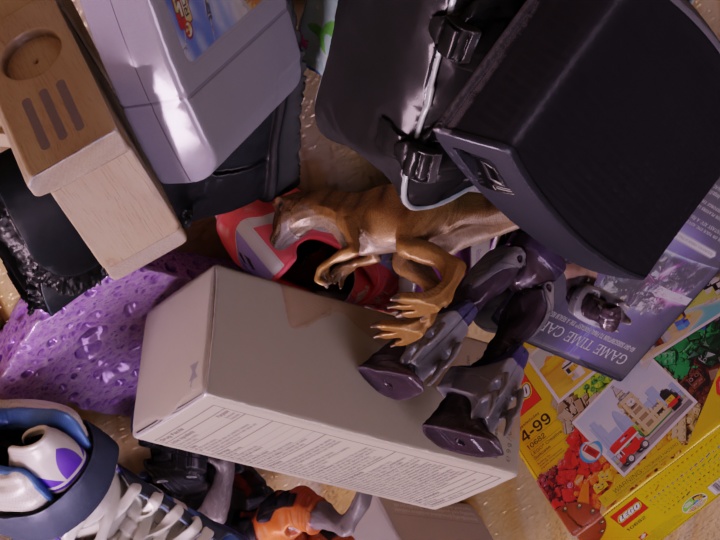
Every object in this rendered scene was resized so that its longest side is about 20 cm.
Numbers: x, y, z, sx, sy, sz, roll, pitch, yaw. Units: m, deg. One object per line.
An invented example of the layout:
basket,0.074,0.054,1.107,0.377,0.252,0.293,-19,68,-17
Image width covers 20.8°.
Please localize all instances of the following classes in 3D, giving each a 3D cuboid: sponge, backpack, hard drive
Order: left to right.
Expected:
sponge,-0.111,0.040,1.149,0.200,0.030,0.112,13,124,-41
backpack,0.074,-0.140,0.978,0.200,0.151,0.178,-18,139,-32
hard drive,0.122,-0.071,0.937,0.135,0.042,0.200,-53,147,1

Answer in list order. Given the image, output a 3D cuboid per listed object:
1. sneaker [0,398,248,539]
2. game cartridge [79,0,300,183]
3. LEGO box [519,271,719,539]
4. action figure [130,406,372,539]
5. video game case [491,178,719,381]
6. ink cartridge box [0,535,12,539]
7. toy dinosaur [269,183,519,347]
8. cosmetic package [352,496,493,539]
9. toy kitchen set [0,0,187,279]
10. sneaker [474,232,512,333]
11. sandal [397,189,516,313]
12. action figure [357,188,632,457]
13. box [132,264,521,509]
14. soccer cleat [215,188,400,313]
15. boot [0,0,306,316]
sneaker,-0.140,0.140,1.091,0.081,0.200,0.146,-57,156,-18
game cartridge,-0.082,-0.146,0.843,0.041,0.133,0.200,-8,112,18
LEGO box,0.198,0.073,1.292,0.200,0.149,0.077,-40,140,9
action figure,-0.079,0.158,1.198,0.193,0.105,0.200,0,157,24
video game case,0.184,-0.024,1.187,0.200,0.019,0.143,-49,142,14
ink cartridge box,-0.231,0.277,1.228,0.083,0.147,0.200,-1,132,-31
toy dinosaur,0.039,-0.022,1.001,0.200,0.106,0.060,-3,154,17
cosmetic package,0.008,0.258,1.416,0.107,0.090,0.200,16,119,-42
toy kitchen set,-0.218,-0.070,0.844,0.200,0.181,0.163,-29,140,-1
sneaker,0.126,-0.048,1.186,0.200,0.066,0.090,-46,136,11
sandal,0.075,-0.035,1.125,0.082,0.050,0.203,1,113,-54
action figure,0.090,0.005,1.071,0.130,0.069,0.200,44,65,-18
box,-0.017,0.069,1.097,0.200,0.078,0.095,18,153,-28
soccer cleat,0.000,0.000,1.142,0.200,0.076,0.067,20,119,-44
boot,-0.115,-0.072,0.979,0.168,0.076,0.200,-28,149,-19
